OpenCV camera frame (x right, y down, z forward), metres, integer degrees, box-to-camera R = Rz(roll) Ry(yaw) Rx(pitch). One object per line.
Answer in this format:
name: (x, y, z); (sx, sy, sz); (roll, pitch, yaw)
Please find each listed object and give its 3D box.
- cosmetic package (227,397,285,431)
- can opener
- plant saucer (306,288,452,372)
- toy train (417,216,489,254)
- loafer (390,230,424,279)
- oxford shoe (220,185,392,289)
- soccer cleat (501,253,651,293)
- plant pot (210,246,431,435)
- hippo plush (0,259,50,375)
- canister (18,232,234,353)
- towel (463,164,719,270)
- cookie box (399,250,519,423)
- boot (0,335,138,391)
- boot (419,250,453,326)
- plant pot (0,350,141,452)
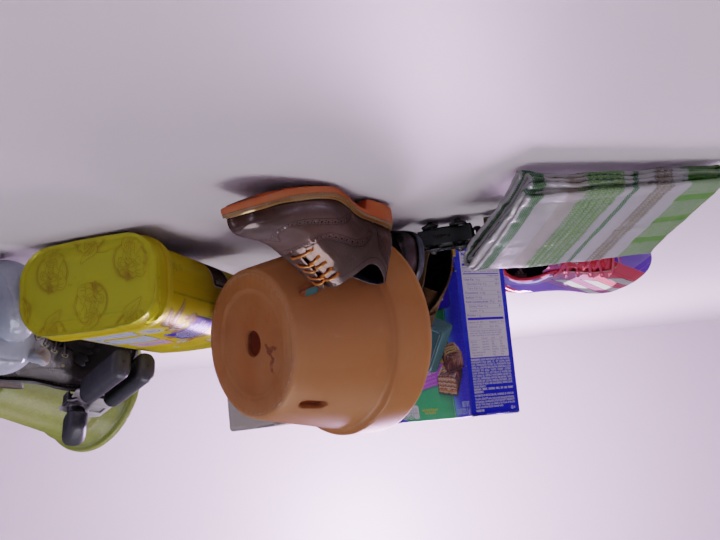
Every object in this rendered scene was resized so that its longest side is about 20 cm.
cosmetic package: (-0.065, 0.161, 1.176); (0.199, 0.072, 0.105); (1, 168, -44)
can opener: (-0.285, 0.148, 0.998); (0.053, 0.067, 0.200); (14, 151, -30)
plant saucer: (0.005, 0.059, 1.063); (0.199, 0.070, 0.019); (21, -152, 9)
toy train: (0.156, -0.041, 0.894); (0.199, 0.034, 0.046); (-7, 175, 11)
loafer: (0.000, 0.000, 0.953); (0.063, 0.072, 0.200); (2, 172, -23)
oxford shoe: (-0.033, -0.024, 0.741); (0.071, 0.073, 0.199); (-13, 169, 37)
soccer cleat: (0.260, -0.007, 1.109); (0.198, 0.067, 0.076); (-4, 167, 7)
plant pot: (-0.050, 0.064, 0.865); (0.139, 0.202, 0.199); (-1, 171, -42)
hippo plush: (-0.361, 0.075, 0.832); (0.159, 0.201, 0.160); (33, -153, 31)
canister: (-0.211, 0.030, 0.889); (0.148, 0.087, 0.200); (-9, 167, 18)
towel: (0.204, -0.049, 0.803); (0.199, 0.031, 0.149); (-6, 156, -18)
cookie box: (0.106, 0.082, 1.116); (0.075, 0.201, 0.171); (0, 169, -30)
boot: (-0.353, 0.066, 0.995); (0.199, 0.070, 0.175); (-5, 145, -12)
boot: (0.049, 0.052, 0.962); (0.073, 0.201, 0.075); (25, 153, -15)
plant pot: (-0.435, 0.135, 1.224); (0.199, 0.202, 0.184); (-11, 158, 31)
